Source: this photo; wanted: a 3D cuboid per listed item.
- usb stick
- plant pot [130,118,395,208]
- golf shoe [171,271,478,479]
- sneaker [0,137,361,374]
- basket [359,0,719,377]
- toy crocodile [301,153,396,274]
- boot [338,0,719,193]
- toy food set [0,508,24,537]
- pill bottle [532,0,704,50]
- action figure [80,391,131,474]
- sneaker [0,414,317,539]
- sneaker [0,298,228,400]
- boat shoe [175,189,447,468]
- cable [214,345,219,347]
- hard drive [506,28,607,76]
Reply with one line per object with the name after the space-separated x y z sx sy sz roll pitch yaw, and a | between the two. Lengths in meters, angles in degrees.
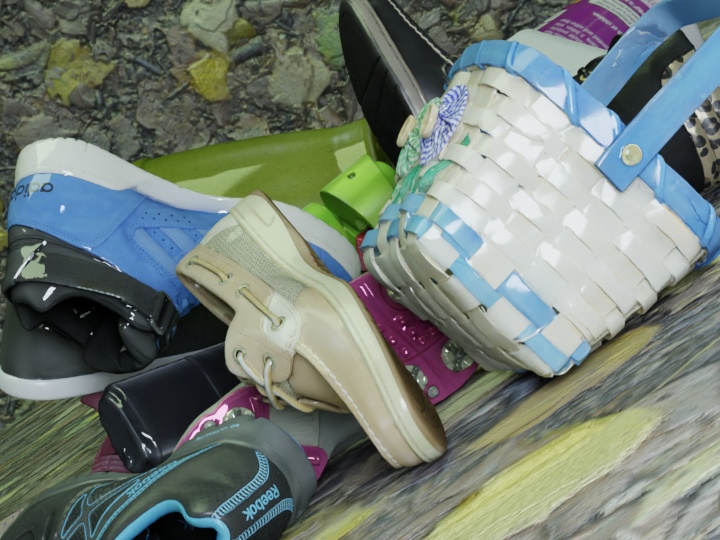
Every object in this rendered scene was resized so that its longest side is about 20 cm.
-0.048 0.057 1.180 0.200 0.056 0.033 -19 -26 -36 | usb stick
-0.056 -0.008 1.491 0.192 0.201 0.200 -21 7 10 | plant pot
-0.018 0.056 1.102 0.200 0.075 0.092 -34 5 -15 | golf shoe
-0.095 0.012 1.182 0.077 0.200 0.112 -32 45 53 | sneaker
0.101 -0.054 0.985 0.200 0.139 0.176 -45 6 -11 | basket
0.000 0.000 1.342 0.067 0.062 0.200 -33 -30 -25 | toy crocodile
0.094 -0.088 1.161 0.150 0.200 0.073 -30 -22 -16 | boot
-0.220 0.189 1.176 0.198 0.049 0.200 -39 7 8 | toy food set
0.139 -0.114 1.553 0.200 0.112 0.112 -36 5 -24 | pill bottle
-0.121 0.113 1.314 0.148 0.134 0.200 8 27 7 | action figure
-0.115 0.130 1.017 0.200 0.073 0.082 -33 7 30 | sneaker
-0.120 0.003 1.272 0.200 0.099 0.071 -17 27 -42 | sneaker
-0.026 0.035 1.008 0.065 0.072 0.200 -37 41 -4 | boat shoe
-0.038 0.059 1.271 0.200 0.050 0.097 -14 -9 -38 | cable
0.122 -0.087 1.351 0.132 0.027 0.200 -37 34 -22 | hard drive
